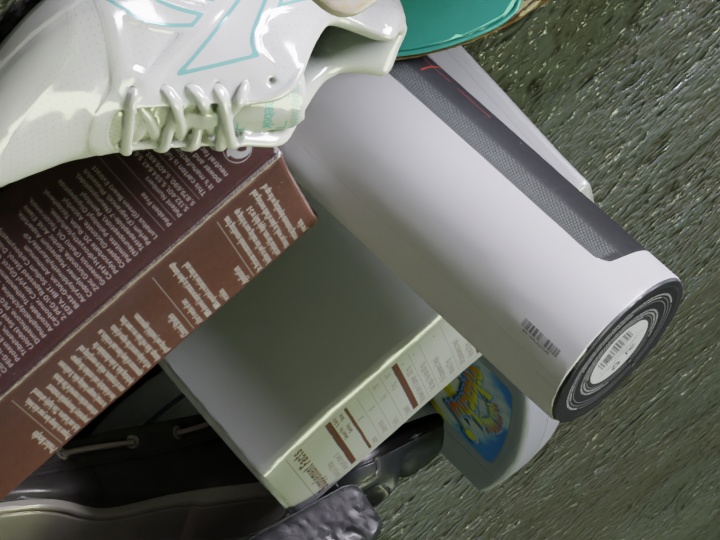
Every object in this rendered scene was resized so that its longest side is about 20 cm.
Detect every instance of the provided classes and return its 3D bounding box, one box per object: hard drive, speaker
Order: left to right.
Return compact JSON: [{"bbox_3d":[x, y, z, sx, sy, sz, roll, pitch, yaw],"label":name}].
[{"bbox_3d":[-0.086,0.184,1.435,0.139,0.033,0.200,-26,166,-41],"label":"hard drive"},{"bbox_3d":[0.038,-0.029,1.255,0.081,0.200,0.081,-40,159,-19],"label":"speaker"}]

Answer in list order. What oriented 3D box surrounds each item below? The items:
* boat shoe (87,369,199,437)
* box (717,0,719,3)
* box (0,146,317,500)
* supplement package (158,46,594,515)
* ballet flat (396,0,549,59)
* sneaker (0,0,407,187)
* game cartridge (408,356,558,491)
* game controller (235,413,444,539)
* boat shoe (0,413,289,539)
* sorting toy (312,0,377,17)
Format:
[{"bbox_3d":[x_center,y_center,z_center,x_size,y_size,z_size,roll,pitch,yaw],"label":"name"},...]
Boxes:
[{"bbox_3d":[-0.059,0.075,1.513,0.200,0.065,0.074,-28,158,-38],"label":"boat shoe"},{"bbox_3d":[0.232,-0.216,1.311,0.200,0.117,0.197,-51,174,24],"label":"box"},{"bbox_3d":[-0.119,0.007,1.218,0.200,0.075,0.100,-43,163,-5],"label":"box"},{"bbox_3d":[0.000,0.000,1.379,0.200,0.117,0.117,-40,165,-4],"label":"supplement package"},{"bbox_3d":[0.064,-0.146,1.238,0.199,0.068,0.072,-24,-157,10],"label":"ballet flat"},{"bbox_3d":[-0.065,-0.079,1.119,0.200,0.080,0.071,-31,161,-27],"label":"sneaker"},{"bbox_3d":[0.050,0.039,1.553,0.040,0.133,0.200,-43,164,-22],"label":"game cartridge"},{"bbox_3d":[-0.047,0.122,1.597,0.199,0.042,0.104,-23,-172,34],"label":"game controller"},{"bbox_3d":[-0.129,0.103,1.422,0.199,0.057,0.067,-3,147,-24],"label":"boat shoe"},{"bbox_3d":[0.007,-0.209,0.952,0.180,0.107,0.200,-47,163,-9],"label":"sorting toy"}]
